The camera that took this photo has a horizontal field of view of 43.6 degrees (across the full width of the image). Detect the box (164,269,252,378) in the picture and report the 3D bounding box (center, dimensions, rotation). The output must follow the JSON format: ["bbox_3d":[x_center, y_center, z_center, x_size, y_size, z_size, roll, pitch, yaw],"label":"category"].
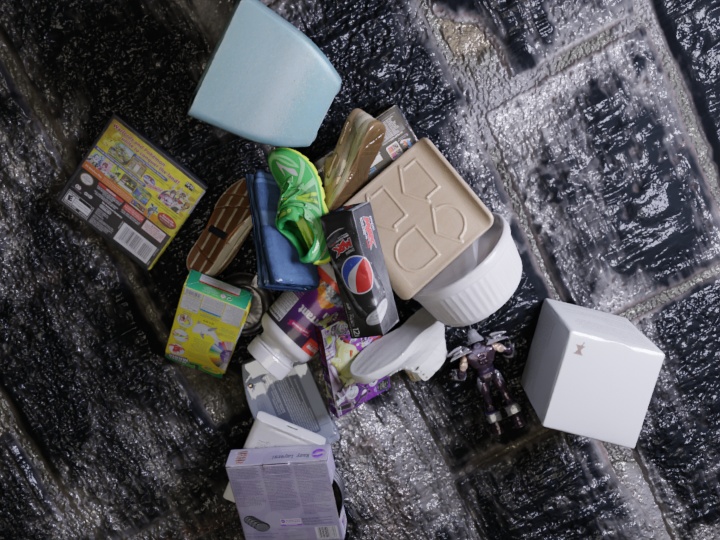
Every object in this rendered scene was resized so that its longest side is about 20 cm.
[{"bbox_3d":[-0.263,0.099,1.543,0.115,0.049,0.202,21,130,-6],"label":"box"}]

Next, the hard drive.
[{"bbox_3d":[-0.156,0.355,1.616,0.129,0.027,0.203,22,119,-5],"label":"hard drive"}]

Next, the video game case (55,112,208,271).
[{"bbox_3d":[-0.388,-0.132,1.533,0.199,0.026,0.182,38,100,-8],"label":"video game case"}]

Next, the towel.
[{"bbox_3d":[-0.128,-0.062,1.470,0.048,0.110,0.204,-32,61,42],"label":"towel"}]

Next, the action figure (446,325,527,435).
[{"bbox_3d":[0.226,0.189,1.598,0.128,0.069,0.204,-20,99,11],"label":"action figure"}]

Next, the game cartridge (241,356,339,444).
[{"bbox_3d":[-0.132,0.236,1.616,0.131,0.041,0.204,-22,102,0],"label":"game cartridge"}]

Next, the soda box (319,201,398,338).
[{"bbox_3d":[0.000,0.000,1.423,0.062,0.071,0.205,-9,102,29],"label":"soda box"}]

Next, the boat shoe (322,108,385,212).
[{"bbox_3d":[-0.026,-0.163,1.469,0.064,0.071,0.203,37,112,28],"label":"boat shoe"}]

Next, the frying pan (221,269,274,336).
[{"bbox_3d":[-0.178,0.039,1.576,0.189,0.031,0.116,-37,102,10],"label":"frying pan"}]

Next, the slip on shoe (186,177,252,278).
[{"bbox_3d":[-0.220,-0.069,1.535,0.075,0.061,0.202,29,83,18],"label":"slip on shoe"}]

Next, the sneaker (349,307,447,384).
[{"bbox_3d":[0.075,0.161,1.545,0.198,0.073,0.117,-32,129,-23],"label":"sneaker"}]

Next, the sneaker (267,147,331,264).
[{"bbox_3d":[-0.099,-0.105,1.432,0.073,0.083,0.204,-30,81,38],"label":"sneaker"}]

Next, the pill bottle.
[{"bbox_3d":[-0.098,0.083,1.526,0.111,0.111,0.201,42,89,-10],"label":"pill bottle"}]

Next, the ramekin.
[{"bbox_3d":[0.178,0.004,1.492,0.201,0.203,0.095,-36,112,7],"label":"ramekin"}]

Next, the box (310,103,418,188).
[{"bbox_3d":[0.032,-0.142,1.526,0.198,0.050,0.200,-34,102,6],"label":"box"}]

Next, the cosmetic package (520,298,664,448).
[{"bbox_3d":[0.384,0.168,1.525,0.163,0.200,0.170,14,103,-3],"label":"cosmetic package"}]

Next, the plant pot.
[{"bbox_3d":[-0.142,-0.300,1.419,0.197,0.196,0.199,26,101,-15],"label":"plant pot"}]

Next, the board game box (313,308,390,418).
[{"bbox_3d":[-0.011,0.148,1.538,0.119,0.032,0.203,-30,131,-26],"label":"board game box"}]

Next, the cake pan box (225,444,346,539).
[{"bbox_3d":[-0.126,0.398,1.593,0.195,0.053,0.188,-6,120,10],"label":"cake pan box"}]

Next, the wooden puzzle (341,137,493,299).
[{"bbox_3d":[0.088,-0.083,1.467,0.199,0.046,0.186,-40,82,-1],"label":"wooden puzzle"}]
